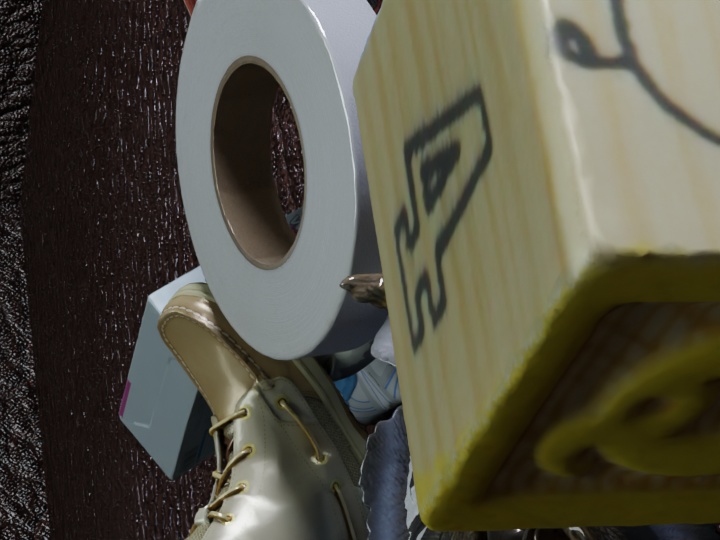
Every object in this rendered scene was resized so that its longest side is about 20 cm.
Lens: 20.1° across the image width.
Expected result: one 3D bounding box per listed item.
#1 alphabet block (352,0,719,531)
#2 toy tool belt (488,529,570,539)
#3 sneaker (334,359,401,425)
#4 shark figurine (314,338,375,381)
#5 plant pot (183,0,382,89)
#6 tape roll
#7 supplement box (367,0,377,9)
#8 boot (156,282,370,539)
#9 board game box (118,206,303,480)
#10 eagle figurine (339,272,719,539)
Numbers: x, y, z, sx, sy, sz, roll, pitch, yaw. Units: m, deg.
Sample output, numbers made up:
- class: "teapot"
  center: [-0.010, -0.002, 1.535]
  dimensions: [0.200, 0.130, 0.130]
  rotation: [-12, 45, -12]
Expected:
- class: "alphabet block"
  center: [0.117, -0.037, 0.726]
  dimensions: [0.197, 0.194, 0.201]
  rotation: [111, 153, -56]
- class: "toy tool belt"
  center: [0.065, 0.136, 1.035]
  dimensions: [0.200, 0.122, 0.126]
  rotation: [-176, 87, -75]
- class: "sneaker"
  center: [0.028, 0.063, 1.280]
  dimensions: [0.075, 0.086, 0.200]
  rotation: [-61, -13, -14]
- class: "shark figurine"
  center: [0.000, 0.020, 1.128]
  dimensions: [0.128, 0.089, 0.215]
  rotation: [53, 140, 11]
- class: "plant pot"
  center: [0.022, -0.164, 1.107]
  dimensions: [0.195, 0.200, 0.202]
  rotation: [-136, 48, -58]
- class: "tape roll"
  center: [-0.037, -0.056, 1.024]
  dimensions: [0.203, 0.037, 0.204]
  rotation: [25, 119, 57]
- class: "supplement box"
  center: [0.004, -0.175, 1.371]
  dimensions: [0.200, 0.068, 0.067]
  rotation: [-111, 28, -57]
- class: "boot"
  center: [-0.072, 0.118, 1.083]
  dimensions: [0.200, 0.155, 0.073]
  rotation: [51, 147, -1]
- class: "board game box"
  center: [-0.056, 0.033, 1.340]
  dimensions: [0.064, 0.200, 0.148]
  rotation: [48, 147, 18]
- class: "eagle figurine"
  center: [0.061, 0.085, 0.895]
  dimensions: [0.151, 0.151, 0.201]
  rotation: [-14, 96, 43]
